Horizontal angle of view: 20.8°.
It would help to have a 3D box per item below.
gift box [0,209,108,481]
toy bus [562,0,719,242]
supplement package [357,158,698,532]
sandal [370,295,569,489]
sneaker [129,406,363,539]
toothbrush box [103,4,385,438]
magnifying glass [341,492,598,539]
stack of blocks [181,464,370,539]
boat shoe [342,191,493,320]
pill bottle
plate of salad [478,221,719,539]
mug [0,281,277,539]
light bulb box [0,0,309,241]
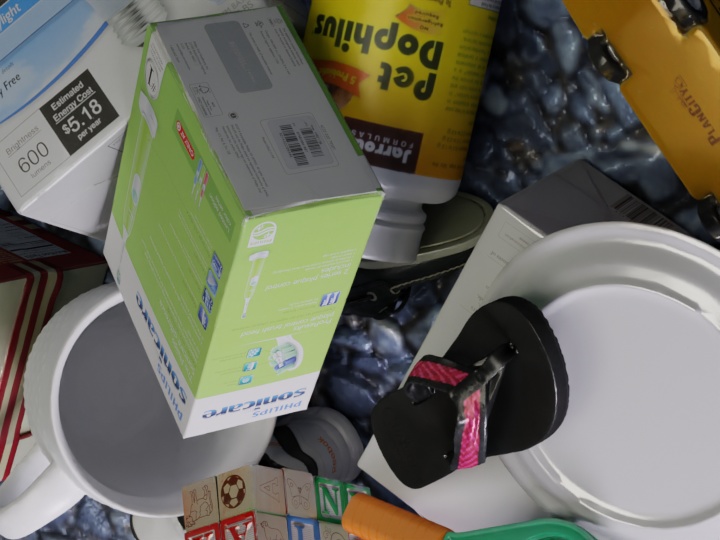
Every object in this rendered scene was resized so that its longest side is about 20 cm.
[{"bbox_3d":[-0.310,0.051,1.381,0.200,0.184,0.187,24,107,27],"label":"gift box"},{"bbox_3d":[0.189,-0.104,1.083,0.065,0.078,0.200,-37,83,33],"label":"toy bus"},{"bbox_3d":[0.109,0.057,1.154,0.121,0.120,0.200,36,119,15],"label":"supplement package"},{"bbox_3d":[0.049,0.077,1.053,0.075,0.045,0.200,63,147,11],"label":"sandal"},{"bbox_3d":[-0.093,0.148,1.331,0.200,0.080,0.074,-28,90,36],"label":"sneaker"},{"bbox_3d":[-0.073,-0.026,1.108,0.146,0.086,0.200,62,149,32],"label":"toothbrush box"},{"bbox_3d":[0.062,0.163,1.097,0.200,0.022,0.080,15,75,48],"label":"magnifying glass"},{"bbox_3d":[-0.018,0.195,1.222,0.058,0.200,0.116,-22,64,34],"label":"stack of blocks"},{"bbox_3d":[-0.001,0.002,1.240,0.199,0.075,0.066,-13,124,20],"label":"boat shoe"},{"bbox_3d":[0.016,-0.110,1.146,0.109,0.109,0.201,16,98,27],"label":"pill bottle"},{"bbox_3d":[0.152,0.064,1.030,0.200,0.048,0.201,13,119,25],"label":"plate of salad"},{"bbox_3d":[-0.165,0.096,1.278,0.148,0.200,0.175,47,166,-14],"label":"mug"},{"bbox_3d":[-0.159,-0.160,1.200,0.198,0.125,0.200,-39,73,9],"label":"light bulb box"}]
